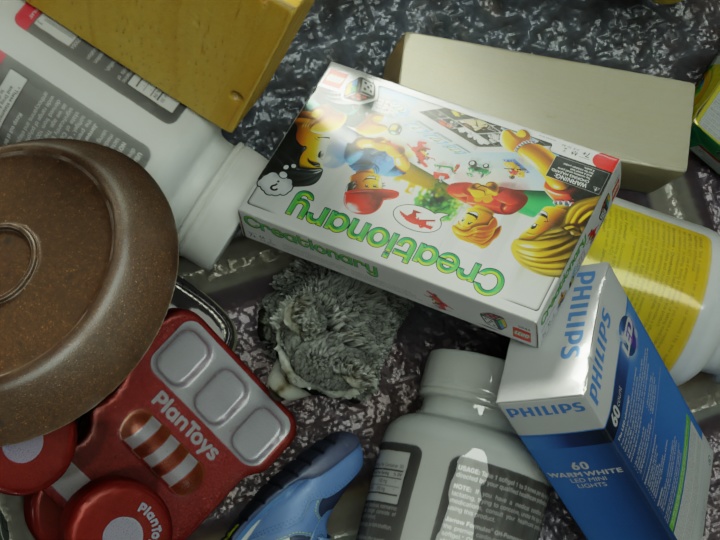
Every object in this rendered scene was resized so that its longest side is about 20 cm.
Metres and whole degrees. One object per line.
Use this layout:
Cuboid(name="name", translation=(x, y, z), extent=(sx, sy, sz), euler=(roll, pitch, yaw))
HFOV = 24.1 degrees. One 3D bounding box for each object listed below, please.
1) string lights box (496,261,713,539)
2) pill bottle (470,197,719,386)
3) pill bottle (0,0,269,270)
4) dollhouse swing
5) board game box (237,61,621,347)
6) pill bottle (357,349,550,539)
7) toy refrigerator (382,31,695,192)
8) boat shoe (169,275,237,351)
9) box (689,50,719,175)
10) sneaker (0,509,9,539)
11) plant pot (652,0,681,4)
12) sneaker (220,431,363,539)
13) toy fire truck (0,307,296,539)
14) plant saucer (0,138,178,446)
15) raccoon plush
Cuboid(name="string lights box", translation=(0.158, 0.099, 1.049), extent=(0.200, 0.059, 0.103), euler=(55, 39, -38))
Cuboid(name="pill bottle", translation=(0.176, 0.013, 1.112), extent=(0.200, 0.112, 0.112), euler=(19, 79, -6))
Cuboid(name="pill bottle", translation=(-0.158, -0.087, 1.072), extent=(0.200, 0.111, 0.111), euler=(33, 78, -3))
Cuboid(name="dollhouse swing", translation=(-0.110, -0.219, 1.037), extent=(0.200, 0.182, 0.176), euler=(33, 54, -2))
Cuboid(name="board game box", translation=(0.042, -0.044, 1.027), extent=(0.200, 0.035, 0.126), euler=(20, 62, 18))
Cuboid(name="pill bottle", translation=(0.058, 0.156, 1.064), extent=(0.111, 0.111, 0.200), euler=(17, 79, -7))
Cuboid(name="toy refrigerator", translation=(0.117, -0.108, 1.140), extent=(0.200, 0.076, 0.070), euler=(8, 80, -8))
Cuboid(name="boat shoe", translation=(-0.172, 0.011, 1.077), extent=(0.200, 0.065, 0.072), euler=(30, 82, -3))
Cuboid(name="box", translation=(0.317, -0.144, 1.186), extent=(0.117, 0.048, 0.200), euler=(39, 79, -12))
Cuboid(name="sneaker", translation=(-0.267, 0.187, 0.996), extent=(0.080, 0.200, 0.086), euler=(-40, 105, -46))
Cuboid(name="plant pot", translation=(0.169, -0.282, 1.124), extent=(0.189, 0.201, 0.201), euler=(33, 77, -18))
Cuboid(name="sneaker", translation=(-0.053, 0.192, 1.070), extent=(0.082, 0.074, 0.200), euler=(37, 86, -2))
Cuboid(name="toy fire truck", translation=(-0.155, 0.084, 1.029), extent=(0.168, 0.112, 0.200), euler=(-46, 109, -16))
Cuboid(name="plant saucer", translation=(-0.202, 0.003, 0.962), extent=(0.200, 0.034, 0.200), euler=(-9, 59, 16))
Cuboid(name="raccoon plush", translation=(0.000, 0.000, 1.072), extent=(0.097, 0.134, 0.200), euler=(25, 78, -5))
